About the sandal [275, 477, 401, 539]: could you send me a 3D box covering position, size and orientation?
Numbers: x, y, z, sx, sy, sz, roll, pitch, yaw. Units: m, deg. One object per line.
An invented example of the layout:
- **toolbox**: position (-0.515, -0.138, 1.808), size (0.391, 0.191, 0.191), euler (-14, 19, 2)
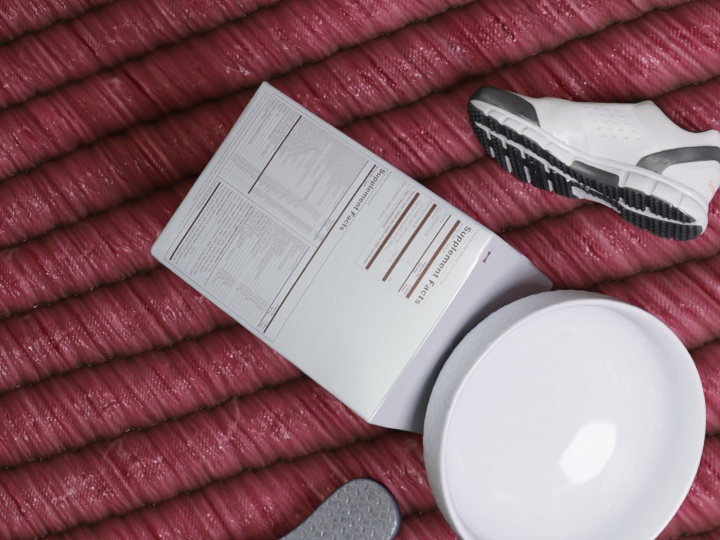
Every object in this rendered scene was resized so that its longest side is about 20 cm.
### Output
- **sandal**: position (-0.054, 0.231, 1.000), size (0.199, 0.043, 0.076), euler (-31, 78, 1)

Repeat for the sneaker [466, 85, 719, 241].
- **sneaker**: position (0.173, -0.094, 0.973), size (0.199, 0.074, 0.080), euler (26, 74, 18)

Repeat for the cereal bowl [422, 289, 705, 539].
- **cereal bowl**: position (0.129, 0.105, 0.899), size (0.201, 0.200, 0.083), euler (-57, 25, 1)

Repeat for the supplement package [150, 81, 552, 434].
- **supplement package**: position (0.000, 0.000, 0.941), size (0.200, 0.191, 0.147), euler (35, 93, 22)
